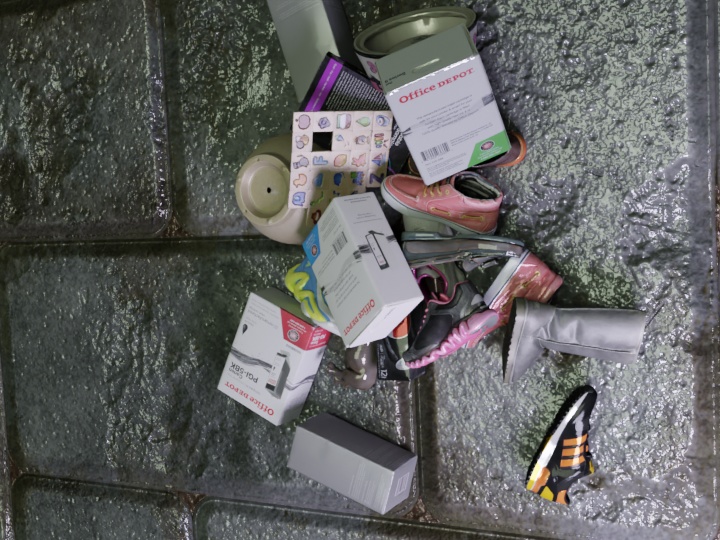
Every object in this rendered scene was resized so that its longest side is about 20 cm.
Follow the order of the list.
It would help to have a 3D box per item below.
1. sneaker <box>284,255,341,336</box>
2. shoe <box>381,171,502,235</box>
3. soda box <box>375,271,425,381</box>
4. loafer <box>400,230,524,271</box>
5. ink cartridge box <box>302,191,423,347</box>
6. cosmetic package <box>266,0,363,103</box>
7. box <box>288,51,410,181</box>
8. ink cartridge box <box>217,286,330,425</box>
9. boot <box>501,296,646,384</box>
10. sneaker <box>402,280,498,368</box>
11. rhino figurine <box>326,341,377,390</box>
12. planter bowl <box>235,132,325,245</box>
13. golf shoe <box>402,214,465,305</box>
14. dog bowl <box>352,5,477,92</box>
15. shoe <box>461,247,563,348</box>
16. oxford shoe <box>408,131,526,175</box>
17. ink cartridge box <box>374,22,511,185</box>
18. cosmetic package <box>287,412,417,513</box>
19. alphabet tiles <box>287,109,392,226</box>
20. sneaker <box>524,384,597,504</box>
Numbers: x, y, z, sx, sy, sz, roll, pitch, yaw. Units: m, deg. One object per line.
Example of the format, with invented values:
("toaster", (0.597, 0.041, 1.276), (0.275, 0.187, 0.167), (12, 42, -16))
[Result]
("sneaker", (-0.060, 0.026, 1.633), (0.106, 0.075, 0.200), (-56, 43, 9))
("shoe", (0.129, -0.125, 1.516), (0.198, 0.072, 0.091), (24, 144, 12))
("soda box", (0.064, 0.080, 1.606), (0.063, 0.071, 0.203), (-1, 95, 28))
("loafer", (0.156, -0.024, 1.484), (0.198, 0.072, 0.064), (5, 84, 25))
("ink cartridge box", (0.000, 0.000, 1.533), (0.146, 0.084, 0.202), (-49, 59, 50))
("cosmetic package", (-0.075, -0.393, 1.622), (0.106, 0.090, 0.202), (-17, 90, 27))
("box", (0.000, -0.247, 1.572), (0.199, 0.036, 0.144), (30, 118, -5))
("ink cartridge box", (-0.154, 0.154, 1.718), (0.146, 0.083, 0.202), (27, 106, 21))
("boot", (0.323, 0.117, 1.470), (0.197, 0.073, 0.183), (5, 135, -2))
("sneaker", (0.128, 0.083, 1.504), (0.200, 0.079, 0.096), (-40, 76, 40))
("rhino figurine", (-0.001, 0.112, 1.650), (0.087, 0.060, 0.203), (13, 100, 29))
("planter bowl", (-0.133, -0.141, 1.649), (0.198, 0.134, 0.203), (3, 96, 26))
("golf shoe", (0.114, -0.026, 1.560), (0.075, 0.091, 0.202), (-26, 82, 28))
("dog bowl", (0.091, -0.341, 1.489), (0.198, 0.201, 0.074), (0, 123, 27))
("shoe", (0.236, 0.065, 1.517), (0.091, 0.071, 0.201), (36, 116, 11))
("oxford shoe", (0.160, -0.190, 1.528), (0.198, 0.072, 0.072), (-9, 92, 27))
("ink cartridge box", (0.123, -0.242, 1.407), (0.145, 0.201, 0.085), (-22, 49, 8))
("cosmetic package", (-0.015, 0.328, 1.646), (0.198, 0.107, 0.091), (19, 104, 26))
("alphabet tiles", (-0.035, -0.165, 1.559), (0.008, 0.165, 0.202), (-120, 31, -55))
("sneaker", (0.336, 0.275, 1.499), (0.089, 0.070, 0.202), (28, 108, 6))
